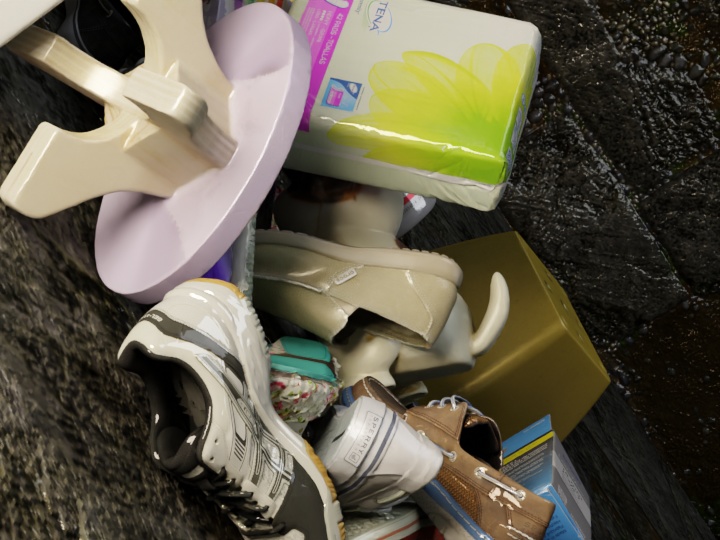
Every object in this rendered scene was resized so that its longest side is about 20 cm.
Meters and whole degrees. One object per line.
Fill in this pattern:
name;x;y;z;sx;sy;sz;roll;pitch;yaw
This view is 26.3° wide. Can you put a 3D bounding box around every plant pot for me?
plant pot;0.132;0.080;1.551;0.200;0.176;0.201;45;16;-48

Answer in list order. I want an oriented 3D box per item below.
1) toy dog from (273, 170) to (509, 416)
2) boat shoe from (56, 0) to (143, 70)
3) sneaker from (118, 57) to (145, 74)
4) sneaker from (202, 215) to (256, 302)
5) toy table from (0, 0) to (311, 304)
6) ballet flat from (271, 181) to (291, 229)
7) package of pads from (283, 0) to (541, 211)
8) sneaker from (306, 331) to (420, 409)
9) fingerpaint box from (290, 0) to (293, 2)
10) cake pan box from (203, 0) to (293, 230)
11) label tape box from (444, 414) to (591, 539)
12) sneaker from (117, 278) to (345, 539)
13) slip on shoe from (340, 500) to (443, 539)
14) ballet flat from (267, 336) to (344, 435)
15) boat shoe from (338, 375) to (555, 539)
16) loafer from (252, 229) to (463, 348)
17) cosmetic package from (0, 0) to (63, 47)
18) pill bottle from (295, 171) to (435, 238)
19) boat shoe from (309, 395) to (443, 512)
toy dog;0.000;0.000;1.191;0.139;0.193;0.201;9;57;-63
boat shoe;-0.194;-0.208;1.207;0.070;0.066;0.200;53;12;-22
sneaker;-0.147;-0.146;1.217;0.074;0.079;0.200;56;13;-15
sneaker;-0.120;-0.021;1.019;0.070;0.099;0.202;97;-5;-72
toy table;-0.124;-0.092;0.918;0.183;0.201;0.117;10;-17;42
ballet flat;-0.047;-0.045;1.375;0.076;0.064;0.200;57;11;23
package of pads;0.028;-0.136;1.159;0.068;0.199;0.155;93;13;-52
sneaker;0.013;0.091;1.309;0.201;0.060;0.104;59;12;11
fingerpaint box;-0.060;-0.171;1.331;0.199;0.073;0.167;33;-24;21
cake pan box;-0.105;-0.121;1.153;0.184;0.052;0.202;15;83;-73
label tape box;0.106;0.198;1.205;0.063;0.144;0.200;57;11;-3
sneaker;-0.080;0.109;0.889;0.088;0.075;0.201;-36;104;-50
slip on shoe;0.009;0.188;1.030;0.200;0.074;0.062;13;77;-67
ballet flat;-0.048;0.084;1.020;0.075;0.064;0.200;13;2;6
boat shoe;0.062;0.126;1.049;0.200;0.073;0.072;44;7;39
loafer;-0.027;0.017;1.093;0.076;0.198;0.069;90;4;-71
cosmetic package;-0.209;-0.247;0.905;0.165;0.199;0.165;53;13;-21
pill bottle;-0.016;-0.125;1.628;0.201;0.112;0.112;56;11;-13
boat shoe;0.001;0.129;0.980;0.067;0.074;0.200;29;-12;-4
